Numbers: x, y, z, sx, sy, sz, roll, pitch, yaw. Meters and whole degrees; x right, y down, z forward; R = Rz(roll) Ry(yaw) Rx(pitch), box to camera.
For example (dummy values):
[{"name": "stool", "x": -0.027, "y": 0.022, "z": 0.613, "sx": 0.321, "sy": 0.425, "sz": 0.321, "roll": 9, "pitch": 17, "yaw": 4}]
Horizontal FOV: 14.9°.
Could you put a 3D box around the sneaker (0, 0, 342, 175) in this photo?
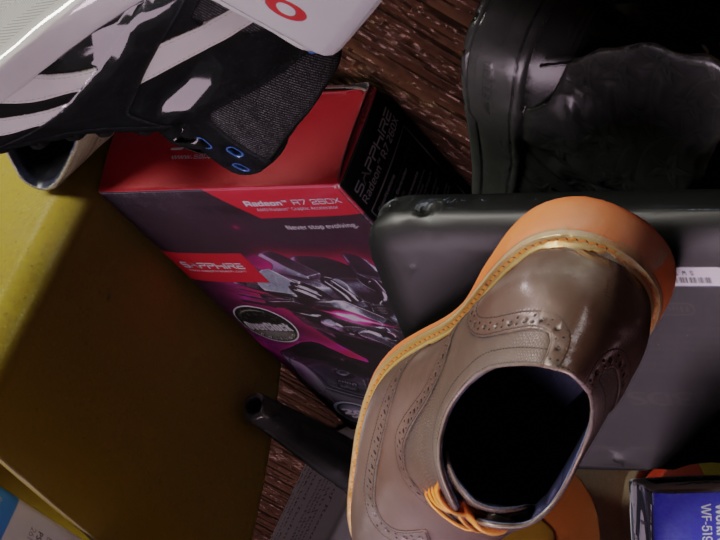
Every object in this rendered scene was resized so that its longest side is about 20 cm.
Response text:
[{"name": "sneaker", "x": -0.091, "y": -0.059, "z": 0.958, "sx": 0.200, "sy": 0.073, "sz": 0.112, "roll": -28, "pitch": 130, "yaw": 23}]

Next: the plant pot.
[{"name": "plant pot", "x": -0.145, "y": 0.025, "z": 1.180, "sx": 0.200, "sy": 0.177, "sz": 0.200, "roll": 8, "pitch": 153, "yaw": 38}]

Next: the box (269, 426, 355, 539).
[{"name": "box", "x": 0.039, "y": 0.205, "z": 1.368, "sx": 0.199, "sy": 0.200, "sz": 0.131, "roll": 30, "pitch": 161, "yaw": -11}]

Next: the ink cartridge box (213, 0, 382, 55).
[{"name": "ink cartridge box", "x": -0.028, "y": -0.154, "z": 0.754, "sx": 0.144, "sy": 0.085, "sz": 0.200, "roll": 28, "pitch": 158, "yaw": -7}]

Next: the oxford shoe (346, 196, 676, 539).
[{"name": "oxford shoe", "x": 0.034, "y": 0.058, "z": 0.899, "sx": 0.071, "sy": 0.073, "sz": 0.200, "roll": 25, "pitch": 139, "yaw": -2}]

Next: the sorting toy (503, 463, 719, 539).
[{"name": "sorting toy", "x": 0.106, "y": 0.134, "z": 1.067, "sx": 0.185, "sy": 0.201, "sz": 0.036, "roll": 2, "pitch": 153, "yaw": -33}]

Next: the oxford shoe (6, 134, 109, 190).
[{"name": "oxford shoe", "x": -0.122, "y": -0.096, "z": 1.010, "sx": 0.070, "sy": 0.075, "sz": 0.200, "roll": 17, "pitch": 158, "yaw": 20}]

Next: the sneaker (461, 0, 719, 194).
[{"name": "sneaker", "x": 0.091, "y": -0.041, "z": 0.923, "sx": 0.104, "sy": 0.060, "sz": 0.200, "roll": 21, "pitch": 156, "yaw": 18}]

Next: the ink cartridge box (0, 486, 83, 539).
[{"name": "ink cartridge box", "x": -0.135, "y": 0.151, "z": 1.126, "sx": 0.200, "sy": 0.068, "sz": 0.116, "roll": 37, "pitch": 156, "yaw": -29}]

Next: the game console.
[{"name": "game console", "x": 0.129, "y": 0.009, "z": 0.948, "sx": 0.199, "sy": 0.117, "sz": 0.176, "roll": -1, "pitch": 133, "yaw": 26}]

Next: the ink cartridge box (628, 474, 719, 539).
[{"name": "ink cartridge box", "x": 0.115, "y": 0.120, "z": 0.934, "sx": 0.039, "sy": 0.100, "sz": 0.200, "roll": -2, "pitch": 176, "yaw": 2}]

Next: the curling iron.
[{"name": "curling iron", "x": 0.006, "y": 0.097, "z": 1.230, "sx": 0.200, "sy": 0.026, "sz": 0.050, "roll": 45, "pitch": -169, "yaw": -49}]

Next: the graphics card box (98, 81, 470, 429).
[{"name": "graphics card box", "x": 0.000, "y": 0.000, "z": 1.125, "sx": 0.125, "sy": 0.051, "sz": 0.200, "roll": 0, "pitch": 149, "yaw": 36}]
